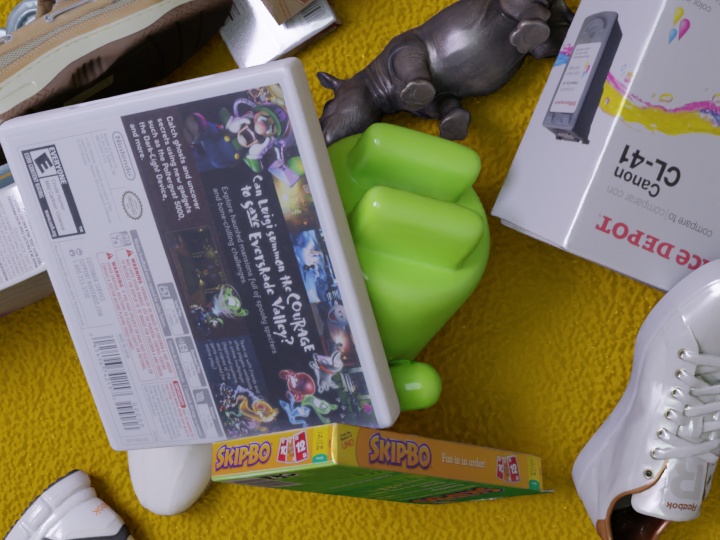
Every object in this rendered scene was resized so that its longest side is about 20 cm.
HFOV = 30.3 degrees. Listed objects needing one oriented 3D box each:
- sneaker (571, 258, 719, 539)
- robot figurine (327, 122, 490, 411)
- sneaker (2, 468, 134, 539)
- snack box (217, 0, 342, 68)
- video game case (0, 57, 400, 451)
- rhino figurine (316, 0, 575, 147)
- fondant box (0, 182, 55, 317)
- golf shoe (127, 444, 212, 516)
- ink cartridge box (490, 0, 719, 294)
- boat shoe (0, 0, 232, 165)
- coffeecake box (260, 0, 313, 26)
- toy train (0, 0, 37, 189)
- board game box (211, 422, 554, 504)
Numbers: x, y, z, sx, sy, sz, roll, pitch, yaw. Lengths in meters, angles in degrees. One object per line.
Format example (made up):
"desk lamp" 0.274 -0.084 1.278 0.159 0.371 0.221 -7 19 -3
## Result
"sneaker" 0.186 0.088 0.749 0.072 0.085 0.201 7 128 -15
"robot figurine" 0.000 0.000 0.778 0.115 0.200 0.177 12 54 -19
"sneaker" -0.225 0.231 0.880 0.080 0.074 0.200 40 99 6
"snack box" -0.092 -0.229 0.868 0.072 0.024 0.201 -30 85 11
"video game case" -0.086 0.000 0.715 0.180 0.023 0.202 -8 109 24
"rhino figurine" 0.043 -0.120 0.819 0.199 0.088 0.060 -24 126 12
"fondant box" -0.239 -0.002 0.842 0.199 0.144 0.059 -22 89 11
"golf shoe" -0.117 0.061 0.846 0.072 0.092 0.202 12 95 9
"ink cartridge box" 0.185 -0.091 0.754 0.147 0.086 0.202 19 95 -27
"boat shoe" -0.166 -0.141 0.794 0.076 0.200 0.072 47 143 10
"coffeecake box" -0.018 -0.277 0.813 0.199 0.073 0.154 -36 84 1
"toy train" -0.232 -0.103 0.875 0.199 0.085 0.115 -23 100 8
"board game box" 0.019 0.115 0.763 0.095 0.199 0.030 -14 67 40
